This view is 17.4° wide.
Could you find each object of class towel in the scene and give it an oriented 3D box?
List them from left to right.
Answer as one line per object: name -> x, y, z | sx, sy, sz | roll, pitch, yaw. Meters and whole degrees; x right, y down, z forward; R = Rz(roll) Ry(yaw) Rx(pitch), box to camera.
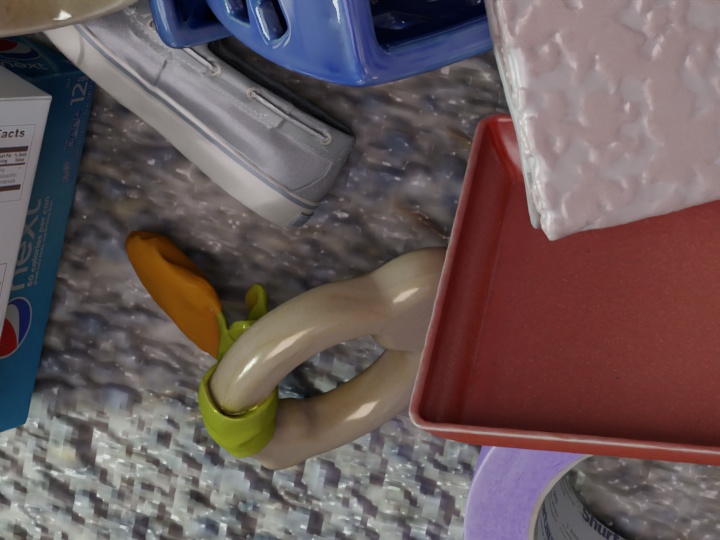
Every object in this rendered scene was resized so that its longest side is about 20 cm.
towel -> 0.140, -0.129, 0.963 | 0.189, 0.032, 0.202 | -15, 106, -8

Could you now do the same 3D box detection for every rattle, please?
rattle -> 0.000, 0.000, 1.175 | 0.199, 0.143, 0.130 | -37, 132, 12

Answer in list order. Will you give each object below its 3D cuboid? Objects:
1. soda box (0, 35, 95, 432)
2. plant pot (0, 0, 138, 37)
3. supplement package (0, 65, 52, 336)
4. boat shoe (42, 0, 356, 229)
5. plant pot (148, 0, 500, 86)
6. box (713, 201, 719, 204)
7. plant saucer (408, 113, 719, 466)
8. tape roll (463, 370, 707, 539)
soda box -> -0.195, -0.016, 1.195 | 0.064, 0.068, 0.202 | 23, 110, 26
plant pot -> -0.189, -0.210, 0.995 | 0.199, 0.200, 0.185 | -5, 82, 14
supplement package -> -0.263, -0.013, 1.104 | 0.151, 0.150, 0.202 | 31, 115, 38
boat shoe -> -0.087, -0.108, 1.158 | 0.200, 0.070, 0.072 | 40, 100, -4
plant pot -> 0.002, -0.199, 1.025 | 0.179, 0.199, 0.202 | 6, 112, 50
box -> 0.184, -0.072, 1.115 | 0.198, 0.036, 0.146 | 8, 107, 12
plant saucer -> 0.135, 0.014, 1.047 | 0.198, 0.201, 0.037 | 4, 135, 12
tape roll -> 0.153, 0.111, 1.124 | 0.198, 0.085, 0.201 | 7, 123, 11
